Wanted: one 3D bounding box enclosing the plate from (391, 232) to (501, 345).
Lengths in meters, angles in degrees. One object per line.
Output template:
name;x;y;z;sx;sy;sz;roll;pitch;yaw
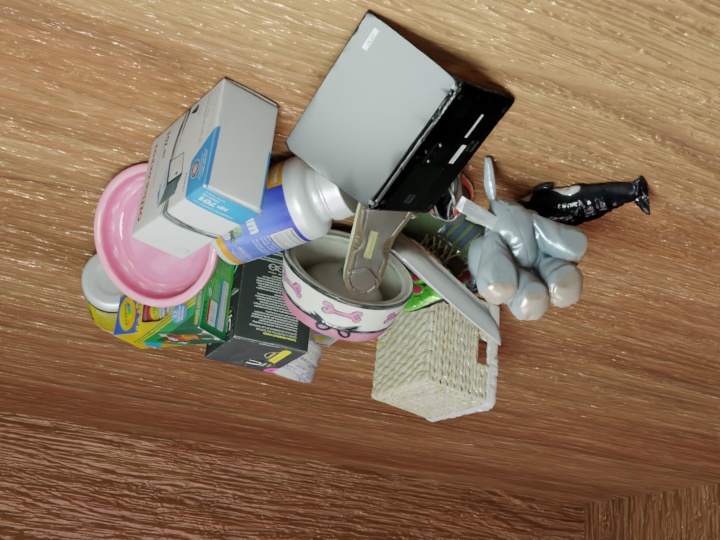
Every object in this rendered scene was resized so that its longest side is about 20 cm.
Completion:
plate;0.107;0.009;1.186;0.199;0.032;0.200;40;-177;-19

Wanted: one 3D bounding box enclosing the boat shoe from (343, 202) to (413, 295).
boat shoe;0.021;-0.071;1.089;0.070;0.077;0.203;19;114;-12

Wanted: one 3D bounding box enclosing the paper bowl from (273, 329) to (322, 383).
paper bowl;-0.162;0.119;1.508;0.196;0.106;0.201;19;166;5

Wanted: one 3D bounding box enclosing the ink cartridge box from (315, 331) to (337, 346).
ink cartridge box;-0.091;0.102;1.646;0.102;0.061;0.200;14;155;-21

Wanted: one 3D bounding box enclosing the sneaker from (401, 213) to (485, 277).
sneaker;0.139;-0.037;1.230;0.195;0.092;0.067;10;158;-10

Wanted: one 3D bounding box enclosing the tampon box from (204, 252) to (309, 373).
tampon box;-0.157;0.041;1.333;0.124;0.205;0.149;15;156;-24

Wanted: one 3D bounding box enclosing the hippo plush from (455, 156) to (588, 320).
hippo plush;0.189;-0.005;1.118;0.198;0.161;0.161;34;157;1

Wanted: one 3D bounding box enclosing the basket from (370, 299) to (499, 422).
basket;0.140;0.155;1.546;0.158;0.203;0.199;20;154;-28

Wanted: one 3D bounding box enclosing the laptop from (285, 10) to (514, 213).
laptop;0.047;-0.166;0.938;0.198;0.104;0.178;-3;138;-52

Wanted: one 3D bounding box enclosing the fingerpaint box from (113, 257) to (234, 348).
fingerpaint box;-0.281;0.009;1.283;0.163;0.205;0.073;-6;156;26

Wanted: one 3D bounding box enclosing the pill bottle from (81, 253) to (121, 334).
pill bottle;-0.445;0.048;1.524;0.110;0.115;0.201;9;157;-9

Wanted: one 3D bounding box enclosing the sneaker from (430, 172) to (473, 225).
sneaker;0.107;-0.097;1.108;0.075;0.084;0.201;-1;156;15

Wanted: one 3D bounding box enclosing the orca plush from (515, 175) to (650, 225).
orca plush;0.296;-0.069;1.147;0.195;0.073;0.105;-2;156;16

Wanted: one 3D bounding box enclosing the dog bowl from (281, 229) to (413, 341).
dog bowl;-0.026;0.022;1.191;0.196;0.201;0.075;12;118;-16

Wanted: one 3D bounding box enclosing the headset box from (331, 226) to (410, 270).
headset box;0.000;0.000;1.366;0.145;0.079;0.201;5;156;-1

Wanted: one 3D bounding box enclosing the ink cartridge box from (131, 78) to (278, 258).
ink cartridge box;-0.194;-0.120;1.032;0.085;0.150;0.198;23;151;-34

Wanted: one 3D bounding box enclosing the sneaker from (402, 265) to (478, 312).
sneaker;0.140;0.035;1.421;0.197;0.078;0.083;-16;146;42

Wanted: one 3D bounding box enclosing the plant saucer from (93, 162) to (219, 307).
plant saucer;-0.285;-0.052;1.194;0.196;0.206;0.051;-2;-172;16

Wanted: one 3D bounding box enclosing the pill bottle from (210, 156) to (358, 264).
pill bottle;-0.104;-0.087;1.121;0.196;0.114;0.112;-17;151;21
